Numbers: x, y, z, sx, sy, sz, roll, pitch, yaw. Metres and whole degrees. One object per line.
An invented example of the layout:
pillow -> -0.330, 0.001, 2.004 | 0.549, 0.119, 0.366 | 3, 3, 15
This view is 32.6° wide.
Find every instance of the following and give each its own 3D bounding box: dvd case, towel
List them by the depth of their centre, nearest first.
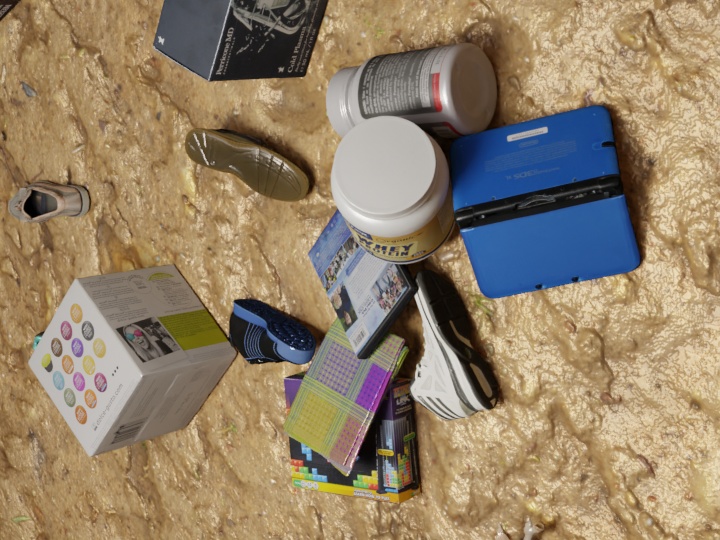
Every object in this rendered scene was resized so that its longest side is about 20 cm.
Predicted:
dvd case -> 0.000, 0.000, 1.673 | 0.143, 0.018, 0.200 | -54, 46, 32
towel -> -0.022, 0.164, 1.685 | 0.143, 0.023, 0.201 | 25, 91, 42

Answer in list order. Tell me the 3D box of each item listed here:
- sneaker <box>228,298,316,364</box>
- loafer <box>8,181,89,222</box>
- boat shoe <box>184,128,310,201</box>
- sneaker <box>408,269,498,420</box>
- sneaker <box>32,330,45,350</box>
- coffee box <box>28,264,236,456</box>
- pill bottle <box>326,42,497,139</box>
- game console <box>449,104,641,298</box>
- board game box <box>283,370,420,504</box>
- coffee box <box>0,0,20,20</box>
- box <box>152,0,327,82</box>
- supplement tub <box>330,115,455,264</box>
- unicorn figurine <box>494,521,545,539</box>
sneaker -> -0.130, 0.108, 1.792 | 0.200, 0.070, 0.078 | 31, 117, 52
loafer -> -0.548, -0.117, 2.107 | 0.199, 0.063, 0.072 | -1, 97, 39
boat shoe -> -0.155, -0.163, 1.779 | 0.200, 0.065, 0.073 | 26, 122, 12
sneaker -> 0.091, 0.107, 1.620 | 0.115, 0.076, 0.201 | -28, 82, 37
sneaker -> -0.479, 0.159, 2.083 | 0.200, 0.091, 0.078 | 32, 117, 31
coffee box -> -0.354, 0.134, 1.906 | 0.198, 0.200, 0.200 | 51, 125, 21
pill bottle -> 0.062, -0.221, 1.561 | 0.199, 0.114, 0.114 | 0, 98, 39
game console -> 0.220, -0.081, 1.478 | 0.199, 0.118, 0.171 | -12, 60, 17
board game box -> -0.014, 0.232, 1.741 | 0.199, 0.057, 0.166 | 0, 99, 39
coffee box -> -0.697, -0.452, 2.137 | 0.200, 0.113, 0.080 | -30, 79, 38
box -> -0.150, -0.369, 1.652 | 0.124, 0.196, 0.201 | 34, 118, 30
supplement tub -> 0.042, -0.098, 1.521 | 0.144, 0.200, 0.145 | -2, 75, 9
unicorn figurine -> 0.248, 0.410, 1.559 | 0.200, 0.074, 0.138 | 41, 132, 43
